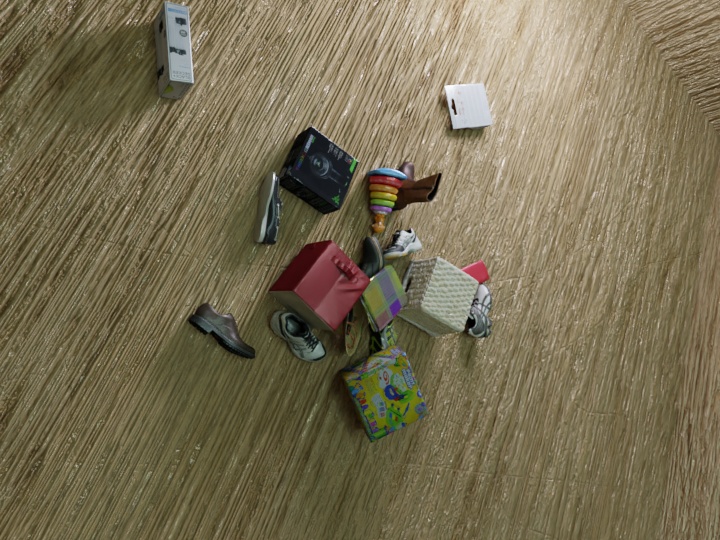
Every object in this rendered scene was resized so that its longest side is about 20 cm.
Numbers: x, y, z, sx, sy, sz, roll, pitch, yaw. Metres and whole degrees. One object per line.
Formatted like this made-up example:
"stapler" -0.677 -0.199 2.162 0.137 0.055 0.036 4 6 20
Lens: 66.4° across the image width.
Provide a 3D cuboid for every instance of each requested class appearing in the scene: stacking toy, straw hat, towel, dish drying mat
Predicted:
"stacking toy" 0.071 -0.217 1.752 0.115 0.110 0.203 8 90 -18
"straw hat" -0.053 0.143 1.613 0.201 0.084 0.204 9 90 -75
"towel" 0.067 0.077 1.641 0.200 0.023 0.145 -39 109 -49
"dish drying mat" 0.373 0.030 1.951 0.198 0.018 0.078 -22 87 -26

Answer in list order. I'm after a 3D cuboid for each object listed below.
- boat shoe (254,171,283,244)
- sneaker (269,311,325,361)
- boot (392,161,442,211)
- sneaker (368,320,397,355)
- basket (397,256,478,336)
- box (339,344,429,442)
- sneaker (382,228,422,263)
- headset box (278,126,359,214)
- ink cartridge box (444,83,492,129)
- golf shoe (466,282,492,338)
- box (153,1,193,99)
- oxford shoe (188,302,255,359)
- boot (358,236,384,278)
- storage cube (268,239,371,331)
"boat shoe" -0.248 -0.172 1.533 0.060 0.074 0.203 12 80 -32
"sneaker" -0.163 0.189 1.529 0.200 0.087 0.076 42 61 -25
"boot" 0.182 -0.289 1.766 0.068 0.199 0.190 37 65 -25
"sneaker" 0.074 0.187 1.716 0.076 0.075 0.203 1 96 -43
"basket" 0.247 0.087 1.780 0.199 0.160 0.200 30 70 -23
"box" 0.068 0.357 1.616 0.191 0.122 0.202 -23 98 -9
"sneaker" 0.119 -0.083 1.771 0.199 0.075 0.089 -24 92 -53
"headset box" -0.119 -0.287 1.624 0.199 0.092 0.176 33 67 -28
"ink cartridge box" 0.393 -0.608 2.052 0.198 0.047 0.162 -14 93 -30
"golf shoe" 0.413 0.136 1.949 0.093 0.078 0.202 9 67 -18
"box" -0.475 -0.553 1.397 0.060 0.116 0.203 -3 87 -34
"oxford shoe" -0.341 0.157 1.429 0.200 0.072 0.085 44 60 -22
"boot" 0.000 0.000 1.685 0.137 0.077 0.203 -8 87 -30
"storage cube" -0.114 0.043 1.527 0.171 0.199 0.180 46 68 -22
